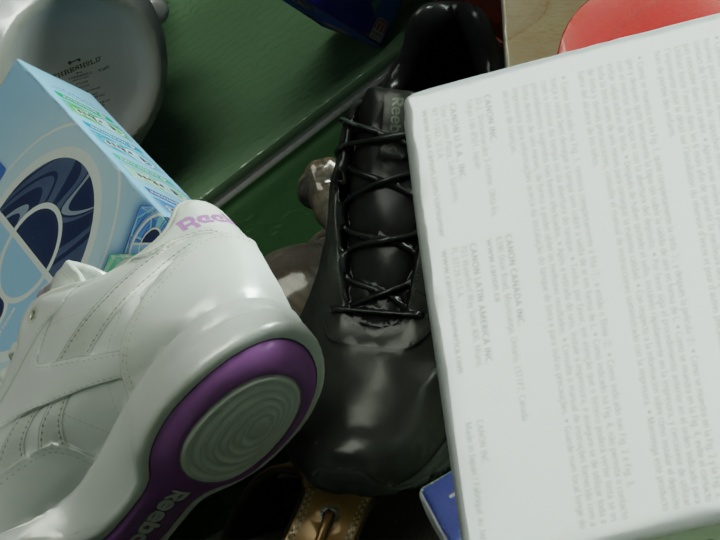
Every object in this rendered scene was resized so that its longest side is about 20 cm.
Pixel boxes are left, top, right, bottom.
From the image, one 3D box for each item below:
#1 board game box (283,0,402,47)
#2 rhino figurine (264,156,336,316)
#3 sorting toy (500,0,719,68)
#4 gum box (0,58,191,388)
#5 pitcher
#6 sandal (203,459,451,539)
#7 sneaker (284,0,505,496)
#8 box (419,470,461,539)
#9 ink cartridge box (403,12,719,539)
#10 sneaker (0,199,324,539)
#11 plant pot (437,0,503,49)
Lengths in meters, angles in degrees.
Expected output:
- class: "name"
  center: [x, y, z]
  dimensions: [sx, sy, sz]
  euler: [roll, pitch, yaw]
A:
- class: "board game box"
  center: [-0.005, -0.220, 1.061]
  dimensions: [0.045, 0.152, 0.201]
  euler: [24, 90, 39]
- class: "rhino figurine"
  center: [0.000, 0.000, 0.934]
  dimensions: [0.199, 0.060, 0.088]
  euler: [-32, 41, -7]
- class: "sorting toy"
  center: [0.149, -0.095, 0.826]
  dimensions: [0.198, 0.070, 0.200]
  euler: [-2, 62, 1]
- class: "gum box"
  center: [-0.130, 0.030, 0.939]
  dimensions: [0.171, 0.044, 0.200]
  euler: [-58, 36, 9]
- class: "pitcher"
  center: [-0.150, -0.112, 1.144]
  dimensions: [0.171, 0.122, 0.200]
  euler: [-27, 21, -23]
- class: "sandal"
  center: [-0.026, 0.096, 0.838]
  dimensions: [0.199, 0.055, 0.082]
  euler: [-21, 36, 12]
- class: "sneaker"
  center: [0.012, -0.013, 0.837]
  dimensions: [0.075, 0.091, 0.201]
  euler: [3, 49, 13]
- class: "box"
  center: [0.103, 0.100, 0.722]
  dimensions: [0.121, 0.048, 0.200]
  euler: [-30, 46, 0]
- class: "ink cartridge box"
  center: [0.118, 0.003, 0.706]
  dimensions: [0.198, 0.057, 0.164]
  euler: [-12, 63, 10]
- class: "sneaker"
  center: [-0.096, 0.060, 0.821]
  dimensions: [0.200, 0.075, 0.100]
  euler: [-42, 52, 19]
- class: "plant pot"
  center: [0.100, -0.204, 1.015]
  dimensions: [0.195, 0.201, 0.200]
  euler: [-46, 38, -10]
